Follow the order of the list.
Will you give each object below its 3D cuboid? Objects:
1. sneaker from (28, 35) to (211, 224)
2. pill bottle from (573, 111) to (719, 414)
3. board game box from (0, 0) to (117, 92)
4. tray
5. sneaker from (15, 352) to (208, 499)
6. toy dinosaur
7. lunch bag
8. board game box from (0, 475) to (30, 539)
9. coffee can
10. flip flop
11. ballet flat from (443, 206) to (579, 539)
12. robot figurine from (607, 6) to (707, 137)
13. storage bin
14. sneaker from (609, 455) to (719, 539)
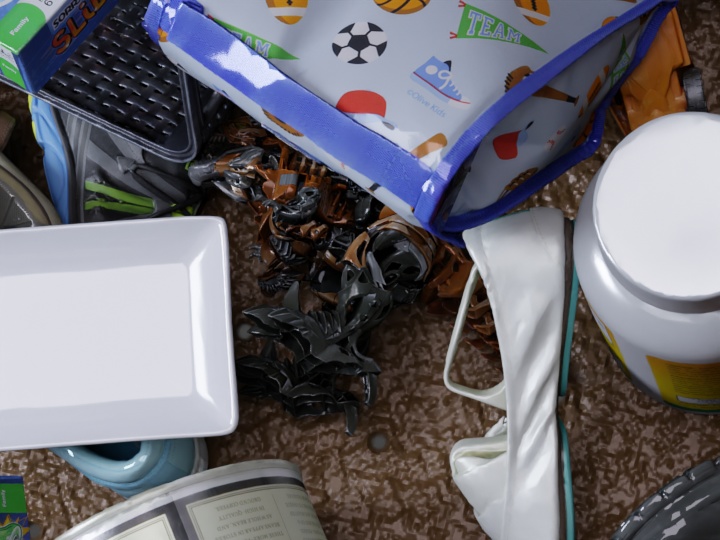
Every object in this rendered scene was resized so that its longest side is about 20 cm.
[{"bbox_3d":[-0.112,-0.034,1.245,0.083,0.071,0.200,-22,70,12],"label":"sneaker"},{"bbox_3d":[0.157,-0.004,1.114,0.113,0.200,0.113,-3,75,11],"label":"pill bottle"},{"bbox_3d":[-0.139,-0.190,1.108,0.135,0.034,0.200,30,69,21],"label":"board game box"},{"bbox_3d":[-0.159,0.034,1.174,0.200,0.022,0.107,-4,83,6],"label":"tray"},{"bbox_3d":[-0.161,0.042,1.230,0.200,0.082,0.074,35,84,17],"label":"sneaker"},{"bbox_3d":[0.000,0.000,1.205,0.200,0.102,0.136,22,62,23],"label":"toy dinosaur"},{"bbox_3d":[0.018,-0.102,1.113,0.170,0.200,0.124,35,125,16],"label":"lunch bag"},{"bbox_3d":[-0.219,0.189,1.168,0.200,0.034,0.135,-28,66,46],"label":"board game box"},{"bbox_3d":[-0.057,0.209,1.132,0.146,0.146,0.200,-25,72,4],"label":"coffee can"},{"bbox_3d":[-0.199,-0.056,1.262,0.200,0.058,0.081,42,131,39],"label":"flip flop"},{"bbox_3d":[0.072,0.068,1.162,0.069,0.069,0.200,2,98,12],"label":"ballet flat"},{"bbox_3d":[0.161,-0.146,1.185,0.145,0.058,0.200,-13,99,7],"label":"robot figurine"},{"bbox_3d":[-0.142,-0.158,1.204,0.200,0.135,0.094,25,59,19],"label":"storage bin"},{"bbox_3d":[0.195,0.121,1.144,0.200,0.076,0.091,-34,78,4],"label":"sneaker"}]
